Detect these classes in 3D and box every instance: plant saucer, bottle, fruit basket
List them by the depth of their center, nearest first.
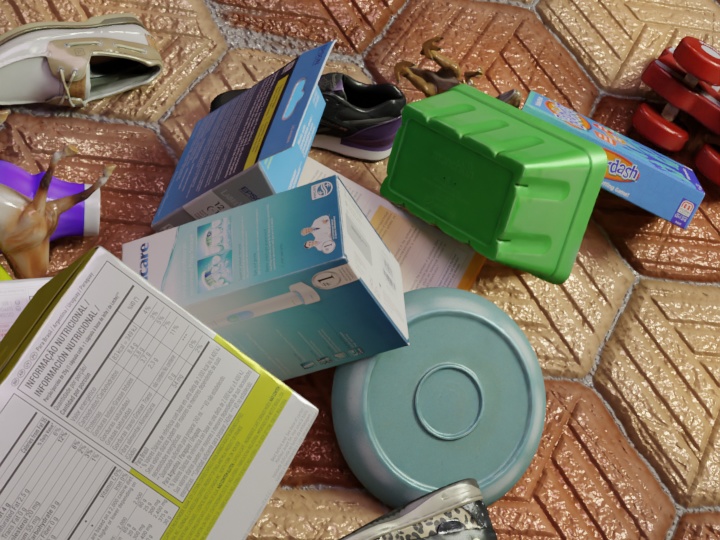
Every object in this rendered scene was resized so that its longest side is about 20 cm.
[{"bbox_3d":[0.074,0.114,1.074,0.198,0.027,0.202,1,85,-15],"label":"plant saucer"},{"bbox_3d":[-0.334,-0.058,1.108,0.198,0.065,0.084,1,64,-16],"label":"bottle"},{"bbox_3d":[0.145,-0.075,1.184,0.214,0.157,0.216,15,19,-5],"label":"fruit basket"}]

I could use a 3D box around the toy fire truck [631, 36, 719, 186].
[{"bbox_3d":[0.409,-0.182,1.393,0.199,0.113,0.168,36,29,13],"label":"toy fire truck"}]

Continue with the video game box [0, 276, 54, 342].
[{"bbox_3d":[-0.292,0.103,0.971,0.198,0.047,0.184,-4,78,-27],"label":"video game box"}]

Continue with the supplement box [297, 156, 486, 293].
[{"bbox_3d":[0.000,0.000,1.160,0.199,0.074,0.126,29,54,4],"label":"supplement box"}]

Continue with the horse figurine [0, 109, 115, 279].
[{"bbox_3d":[-0.304,-0.070,1.043,0.199,0.133,0.050,31,14,-21],"label":"horse figurine"}]

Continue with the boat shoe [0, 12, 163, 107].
[{"bbox_3d":[-0.287,-0.199,1.216,0.199,0.075,0.069,-24,60,-30],"label":"boat shoe"}]

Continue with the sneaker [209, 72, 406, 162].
[{"bbox_3d":[-0.051,-0.172,1.257,0.198,0.088,0.076,3,55,-14],"label":"sneaker"}]

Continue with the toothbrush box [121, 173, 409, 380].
[{"bbox_3d":[-0.078,0.021,1.026,0.198,0.147,0.086,-18,54,16],"label":"toothbrush box"}]

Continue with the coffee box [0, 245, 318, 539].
[{"bbox_3d":[-0.186,0.132,0.878,0.197,0.199,0.201,37,67,-15],"label":"coffee box"}]

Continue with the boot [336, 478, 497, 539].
[{"bbox_3d":[0.040,0.273,0.983,0.202,0.074,0.155,-24,74,-18],"label":"boot"}]

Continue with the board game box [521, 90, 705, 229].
[{"bbox_3d":[0.253,-0.119,1.288,0.199,0.045,0.152,26,17,3],"label":"board game box"}]

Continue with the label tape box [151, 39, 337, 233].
[{"bbox_3d":[-0.090,-0.108,1.132,0.066,0.199,0.144,41,46,-28],"label":"label tape box"}]

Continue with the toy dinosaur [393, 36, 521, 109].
[{"bbox_3d":[0.077,-0.193,1.277,0.200,0.106,0.061,33,87,45],"label":"toy dinosaur"}]

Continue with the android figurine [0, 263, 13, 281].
[{"bbox_3d":[-0.349,0.066,1.022,0.200,0.041,0.182,48,56,6],"label":"android figurine"}]
